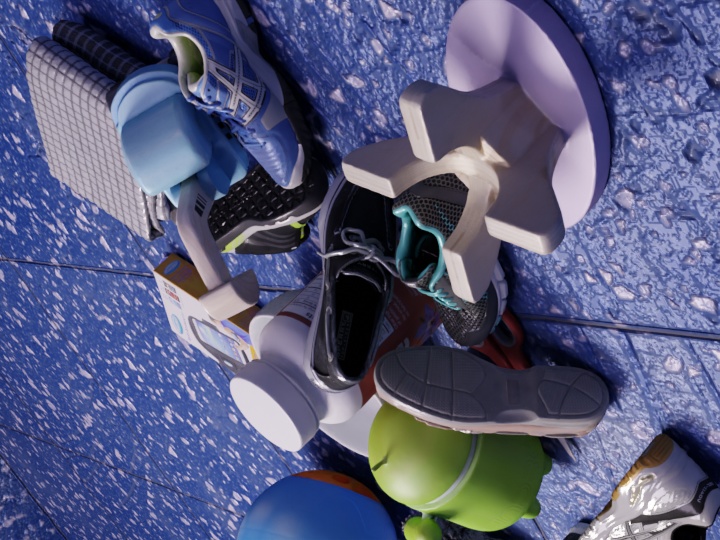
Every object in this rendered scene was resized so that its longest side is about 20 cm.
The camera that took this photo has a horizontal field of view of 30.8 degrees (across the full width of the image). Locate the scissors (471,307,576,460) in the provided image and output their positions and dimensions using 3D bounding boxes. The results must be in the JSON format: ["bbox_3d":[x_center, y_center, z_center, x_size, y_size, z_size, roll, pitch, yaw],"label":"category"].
[{"bbox_3d":[0.149,0.095,1.166,0.200,0.014,0.073,48,139,-10],"label":"scissors"}]

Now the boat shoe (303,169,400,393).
[{"bbox_3d":[-0.003,-0.001,1.080,0.073,0.201,0.068,20,161,-16],"label":"boat shoe"}]

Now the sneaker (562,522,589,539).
[{"bbox_3d":[0.240,0.359,1.291,0.200,0.112,0.073,52,153,-11],"label":"sneaker"}]

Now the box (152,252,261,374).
[{"bbox_3d":[-0.173,0.061,1.562,0.199,0.041,0.120,29,148,27],"label":"box"}]

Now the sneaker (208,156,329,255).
[{"bbox_3d":[-0.075,-0.059,1.253,0.082,0.072,0.199,17,160,-33],"label":"sneaker"}]

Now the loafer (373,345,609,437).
[{"bbox_3d":[0.109,0.114,1.115,0.198,0.072,0.063,6,145,4],"label":"loafer"}]

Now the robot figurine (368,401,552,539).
[{"bbox_3d":[0.089,0.171,1.203,0.199,0.177,0.115,26,167,-40],"label":"robot figurine"}]

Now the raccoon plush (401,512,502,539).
[{"bbox_3d":[0.141,0.295,1.422,0.199,0.097,0.135,-28,91,33],"label":"raccoon plush"}]

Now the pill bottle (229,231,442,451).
[{"bbox_3d":[-0.018,0.062,1.161,0.112,0.200,0.113,34,151,22],"label":"pill bottle"}]

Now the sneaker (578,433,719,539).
[{"bbox_3d":[0.251,0.223,1.131,0.087,0.076,0.200,38,153,15],"label":"sneaker"}]

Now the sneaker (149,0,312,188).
[{"bbox_3d":[-0.112,-0.153,1.130,0.075,0.077,0.201,-4,121,56],"label":"sneaker"}]

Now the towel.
[{"bbox_3d":[-0.250,-0.144,1.348,0.165,0.086,0.201,32,148,23],"label":"towel"}]

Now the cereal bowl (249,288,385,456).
[{"bbox_3d":[-0.014,0.092,1.323,0.200,0.083,0.201,36,154,21],"label":"cereal bowl"}]

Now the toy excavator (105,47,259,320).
[{"bbox_3d":[-0.151,-0.077,1.151,0.099,0.201,0.195,-25,117,19],"label":"toy excavator"}]

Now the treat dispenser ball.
[{"bbox_3d":[-0.053,0.345,1.599,0.200,0.201,0.202,34,151,22],"label":"treat dispenser ball"}]

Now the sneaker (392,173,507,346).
[{"bbox_3d":[0.063,-0.007,1.058,0.077,0.091,0.201,23,141,36],"label":"sneaker"}]

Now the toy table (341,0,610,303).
[{"bbox_3d":[0.087,-0.082,0.908,0.183,0.117,0.201,14,140,47],"label":"toy table"}]
